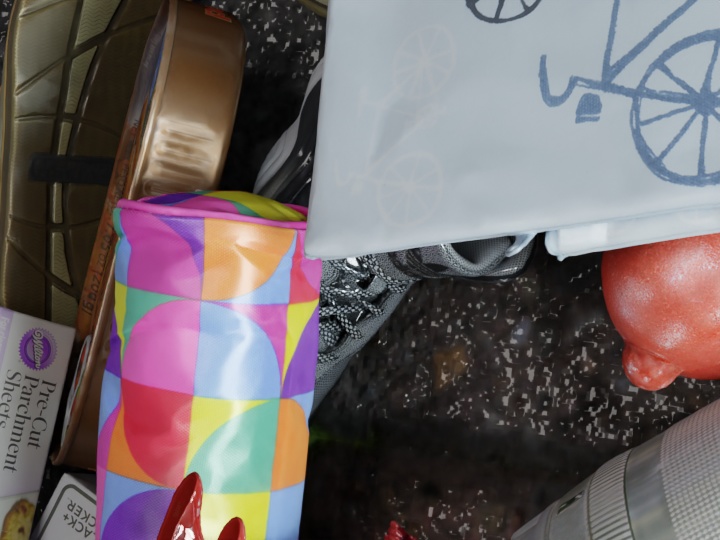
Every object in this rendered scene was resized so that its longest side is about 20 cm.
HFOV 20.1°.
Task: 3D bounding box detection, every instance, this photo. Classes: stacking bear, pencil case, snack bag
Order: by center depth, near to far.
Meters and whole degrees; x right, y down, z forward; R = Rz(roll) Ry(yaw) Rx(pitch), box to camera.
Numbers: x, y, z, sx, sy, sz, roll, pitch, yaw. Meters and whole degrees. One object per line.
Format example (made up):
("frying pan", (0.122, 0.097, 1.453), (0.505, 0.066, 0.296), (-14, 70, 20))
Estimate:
("snack bag", (0.068, -0.092, 0.681), (0.200, 0.021, 0.189), (-8, 67, 31))
("stacking bear", (0.114, -0.054, 0.719), (0.121, 0.114, 0.200), (-21, 57, 23))
("pencil case", (-0.064, 0.069, 0.760), (0.088, 0.088, 0.201), (11, 96, 28))

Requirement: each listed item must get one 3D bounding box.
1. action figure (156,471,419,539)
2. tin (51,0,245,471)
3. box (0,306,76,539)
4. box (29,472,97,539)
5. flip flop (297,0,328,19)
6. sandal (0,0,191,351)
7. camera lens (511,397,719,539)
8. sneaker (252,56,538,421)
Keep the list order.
("action figure", (0.024, 0.122, 0.737), (0.065, 0.200, 0.052), (24, 89, 59))
("tin", (-0.088, -0.013, 0.840), (0.042, 0.112, 0.201), (14, 95, -8))
("box", (-0.165, 0.116, 0.845), (0.039, 0.041, 0.201), (-4, 70, 53))
("box", (-0.115, 0.200, 0.862), (0.117, 0.060, 0.200), (30, 97, 27))
("flip flop", (-0.015, -0.164, 0.847), (0.081, 0.058, 0.200), (-31, 56, -27))
("sandal", (-0.130, -0.063, 0.907), (0.054, 0.080, 0.201), (20, 101, 60))
("camera lens", (0.163, 0.110, 0.675), (0.200, 0.160, 0.160), (-33, 70, 20))
("sneaker", (0.000, 0.000, 0.801), (0.114, 0.075, 0.200), (28, 93, 56))
